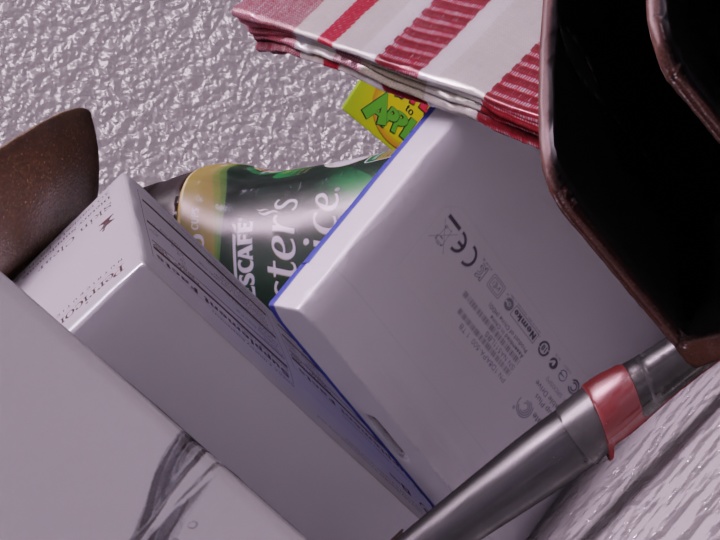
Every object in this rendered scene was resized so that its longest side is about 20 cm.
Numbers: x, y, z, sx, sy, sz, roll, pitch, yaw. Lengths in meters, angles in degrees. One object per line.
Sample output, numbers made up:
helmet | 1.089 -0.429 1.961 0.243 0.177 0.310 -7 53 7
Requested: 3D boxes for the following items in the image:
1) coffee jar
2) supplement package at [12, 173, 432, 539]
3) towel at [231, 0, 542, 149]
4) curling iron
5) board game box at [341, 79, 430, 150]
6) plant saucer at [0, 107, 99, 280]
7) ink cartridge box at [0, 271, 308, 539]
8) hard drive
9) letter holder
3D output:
coffee jar | 0.000 0.000 0.876 0.199 0.105 0.085 -8 1 21
supplement package | -0.098 0.097 0.775 0.200 0.156 0.111 -44 20 5
towel | 0.068 -0.104 0.730 0.200 0.023 0.144 24 63 42
curling iron | 0.077 0.043 0.683 0.200 0.026 0.050 -42 13 5
board game box | 0.084 -0.089 1.001 0.048 0.102 0.200 -54 -9 33
plant saucer | -0.168 0.017 0.842 0.200 0.037 0.200 -44 -2 -2
ink cartridge box | -0.063 0.093 0.622 0.084 0.200 0.146 -49 4 -9
hard drive | 0.069 -0.016 0.759 0.025 0.132 0.200 9 53 53
letter holder | 0.097 -0.105 0.540 0.100 0.142 0.200 -19 43 33
